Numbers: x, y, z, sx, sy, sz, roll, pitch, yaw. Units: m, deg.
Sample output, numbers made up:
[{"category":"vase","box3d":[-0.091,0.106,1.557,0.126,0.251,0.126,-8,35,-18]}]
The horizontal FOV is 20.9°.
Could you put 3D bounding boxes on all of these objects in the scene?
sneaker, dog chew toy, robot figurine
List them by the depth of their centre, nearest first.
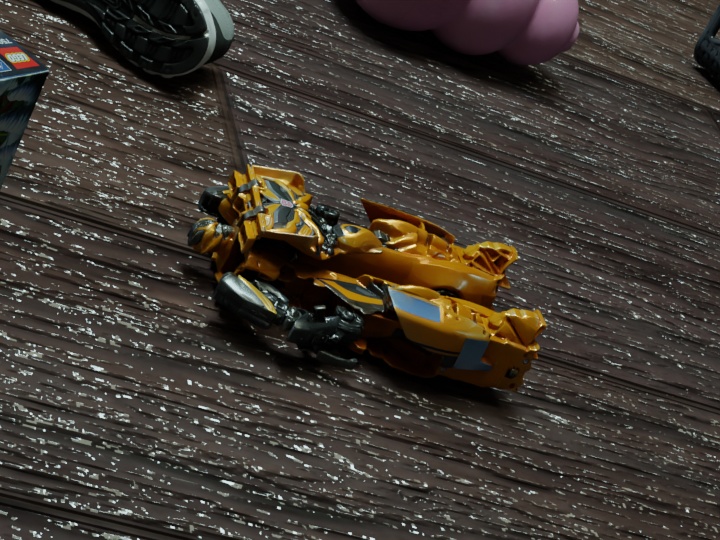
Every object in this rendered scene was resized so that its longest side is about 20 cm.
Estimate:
[{"category":"robot figurine","box3d":[0.000,0.000,1.090,0.198,0.058,0.145,18,27,-22]},{"category":"sneaker","box3d":[-0.165,-0.197,1.278,0.200,0.074,0.079,42,19,12]},{"category":"dog chew toy","box3d":[0.085,-0.224,1.509,0.199,0.125,0.125,27,25,-23]}]

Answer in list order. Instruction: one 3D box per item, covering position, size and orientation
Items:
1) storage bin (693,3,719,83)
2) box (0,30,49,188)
[{"category":"storage bin","box3d":[0.418,-0.209,1.775,0.199,0.136,0.094,4,34,-40]},{"category":"box","box3d":[-0.204,0.007,0.723,0.040,0.201,0.137,38,28,20]}]
